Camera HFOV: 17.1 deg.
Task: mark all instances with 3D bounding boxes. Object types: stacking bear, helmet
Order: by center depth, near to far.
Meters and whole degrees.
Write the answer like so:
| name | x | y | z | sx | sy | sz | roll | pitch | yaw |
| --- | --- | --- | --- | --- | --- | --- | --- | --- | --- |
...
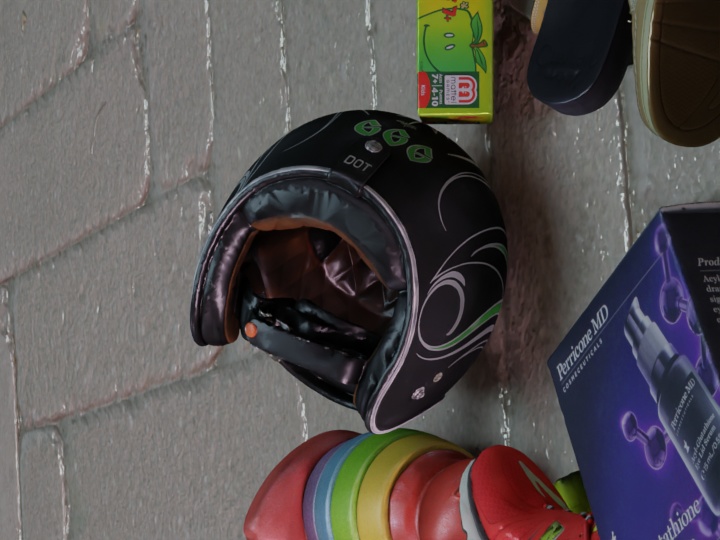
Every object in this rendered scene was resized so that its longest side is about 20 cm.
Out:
| name | x | y | z | sx | sy | sz | roll | pitch | yaw |
| --- | --- | --- | --- | --- | --- | --- | --- | --- | --- |
| helmet | 0.000 | 0.000 | 1.491 | 0.191 | 0.199 | 0.202 | -23 | -65 | -67 |
| stacking bear | 0.037 | 0.156 | 1.512 | 0.199 | 0.121 | 0.114 | -4 | 54 | 56 |

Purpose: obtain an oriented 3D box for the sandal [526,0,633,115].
| name | x | y | z | sx | sy | sz | roll | pitch | yaw |
| --- | --- | --- | --- | --- | --- | --- | --- | --- | --- |
| sandal | 0.132 | -0.184 | 1.295 | 0.076 | 0.043 | 0.202 | -4 | 67 | 46 |

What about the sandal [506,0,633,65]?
| name | x | y | z | sx | sy | sz | roll | pitch | yaw |
| --- | --- | --- | --- | --- | --- | --- | --- | --- | --- |
| sandal | 0.117 | -0.168 | 1.384 | 0.200 | 0.054 | 0.082 | -142 | 55 | -61 |

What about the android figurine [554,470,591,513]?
| name | x | y | z | sx | sy | sz | roll | pitch | yaw |
| --- | --- | --- | --- | --- | --- | --- | --- | --- | --- |
| android figurine | 0.159 | 0.177 | 1.308 | 0.183 | 0.041 | 0.201 | 113 | 148 | -41 |

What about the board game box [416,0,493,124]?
| name | x | y | z | sx | sy | sz | roll | pitch | yaw |
| --- | --- | --- | --- | --- | --- | --- | --- | --- | --- |
| board game box | 0.059 | -0.193 | 1.479 | 0.102 | 0.047 | 0.202 | -12 | -78 | -87 |

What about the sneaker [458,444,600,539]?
| name | x | y | z | sx | sy | sz | roll | pitch | yaw |
| --- | --- | --- | --- | --- | --- | --- | --- | --- | --- |
| sneaker | 0.122 | 0.154 | 1.279 | 0.085 | 0.077 | 0.200 | -63 | 39 | 26 |

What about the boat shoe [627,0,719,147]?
| name | x | y | z | sx | sy | sz | roll | pitch | yaw |
| --- | --- | --- | --- | --- | --- | --- | --- | --- | --- |
| boat shoe | 0.173 | -0.163 | 1.245 | 0.066 | 0.073 | 0.202 | -177 | 97 | -70 |

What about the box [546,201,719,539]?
| name | x | y | z | sx | sy | sz | roll | pitch | yaw |
| --- | --- | --- | --- | --- | --- | --- | --- | --- | --- |
| box | 0.186 | 0.088 | 1.168 | 0.148 | 0.104 | 0.201 | 120 | 142 | -50 |
